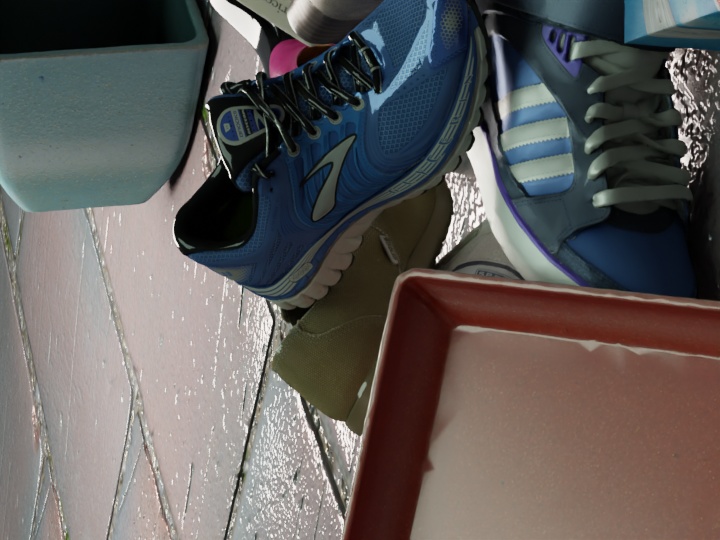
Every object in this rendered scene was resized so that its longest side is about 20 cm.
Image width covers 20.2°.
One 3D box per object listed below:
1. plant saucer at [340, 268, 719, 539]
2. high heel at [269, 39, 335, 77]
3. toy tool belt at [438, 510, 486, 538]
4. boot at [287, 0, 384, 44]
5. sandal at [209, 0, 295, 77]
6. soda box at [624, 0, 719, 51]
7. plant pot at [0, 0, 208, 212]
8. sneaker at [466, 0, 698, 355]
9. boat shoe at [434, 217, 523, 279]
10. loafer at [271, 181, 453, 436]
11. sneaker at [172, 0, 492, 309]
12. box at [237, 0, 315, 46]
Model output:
[{"bbox_3d":[0.085,0.108,0.821,0.199,0.037,0.201,6,80,34],"label":"plant saucer"},{"bbox_3d":[0.000,-0.132,1.216,0.200,0.067,0.097,35,133,50],"label":"high heel"},{"bbox_3d":[0.068,0.192,0.901,0.123,0.124,0.201,-133,57,-66],"label":"toy tool belt"},{"bbox_3d":[0.054,-0.173,0.975,0.070,0.200,0.146,53,134,1],"label":"boot"},{"bbox_3d":[-0.048,-0.173,1.363,0.200,0.076,0.043,58,145,41],"label":"sandal"},{"bbox_3d":[0.167,-0.124,0.727,0.200,0.067,0.065,169,102,-71],"label":"soda box"},{"bbox_3d":[-0.248,-0.165,1.777,0.196,0.195,0.201,-110,20,-46],"label":"plant pot"},{"bbox_3d":[0.112,-0.080,0.871,0.147,0.080,0.201,-59,43,36],"label":"sneaker"},{"bbox_3d":[0.050,0.032,1.079,0.200,0.071,0.070,117,177,-58],"label":"boat shoe"},{"bbox_3d":[0.000,0.000,1.033,0.076,0.067,0.200,-60,11,31],"label":"loafer"},{"bbox_3d":[-0.017,-0.061,0.912,0.200,0.089,0.079,-51,43,31],"label":"sneaker"},{"bbox_3d":[-0.025,-0.252,1.157,0.109,0.128,0.200,-50,-10,-41],"label":"box"}]
